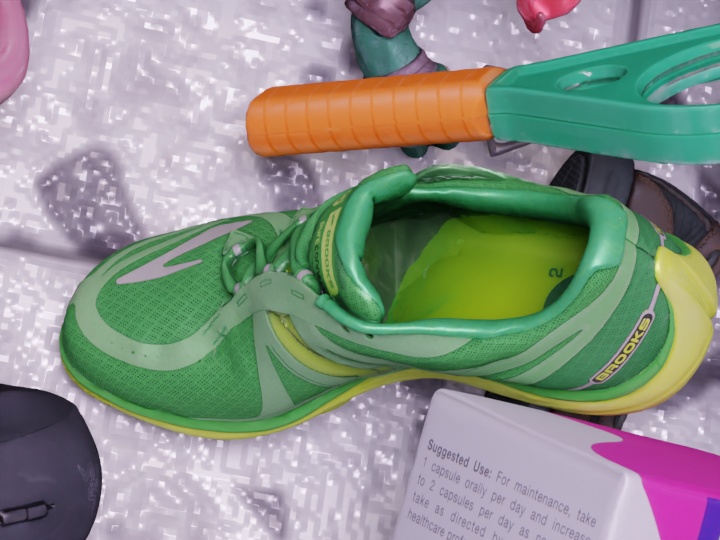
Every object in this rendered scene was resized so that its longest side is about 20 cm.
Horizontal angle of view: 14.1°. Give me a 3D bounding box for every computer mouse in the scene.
[{"bbox_3d":[-0.129,0.073,0.779,0.034,0.200,0.059,7,106,30],"label":"computer mouse"}]

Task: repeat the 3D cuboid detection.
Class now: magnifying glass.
[{"bbox_3d":[0.059,-0.048,0.820,0.080,0.199,0.022,-43,126,-54],"label":"magnifying glass"}]

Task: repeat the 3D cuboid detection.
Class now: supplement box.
[{"bbox_3d":[0.056,0.145,0.780,0.101,0.103,0.201,14,93,-29],"label":"supplement box"}]

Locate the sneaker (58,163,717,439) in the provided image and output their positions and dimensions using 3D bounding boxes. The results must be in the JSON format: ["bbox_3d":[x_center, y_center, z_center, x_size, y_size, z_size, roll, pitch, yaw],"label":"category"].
[{"bbox_3d":[0.000,0.000,0.829,0.199,0.084,0.074,-5,59,25],"label":"sneaker"}]

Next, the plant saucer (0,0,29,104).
[{"bbox_3d":[-0.179,-0.111,0.813,0.051,0.200,0.201,-40,86,17],"label":"plant saucer"}]

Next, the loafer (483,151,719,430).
[{"bbox_3d":[0.062,0.058,0.868,0.063,0.072,0.200,25,70,-11],"label":"loafer"}]

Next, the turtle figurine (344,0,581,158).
[{"bbox_3d":[0.005,-0.123,0.891,0.199,0.101,0.150,12,70,-2],"label":"turtle figurine"}]
